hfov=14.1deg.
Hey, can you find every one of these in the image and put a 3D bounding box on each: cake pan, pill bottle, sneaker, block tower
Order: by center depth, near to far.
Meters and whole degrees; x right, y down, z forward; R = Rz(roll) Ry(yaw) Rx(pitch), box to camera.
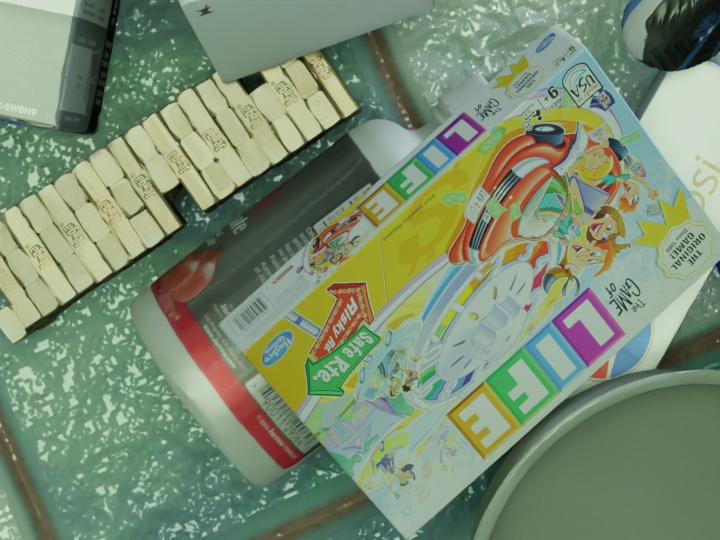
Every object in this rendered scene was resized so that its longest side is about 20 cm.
[{"bbox_3d":[0.167,-0.172,1.355,0.077,0.076,0.200,29,59,11],"label":"sneaker"},{"bbox_3d":[0.136,0.131,1.361,0.199,0.037,0.202,-8,116,-17],"label":"cake pan"},{"bbox_3d":[0.000,0.000,1.363,0.200,0.111,0.111,-37,91,2],"label":"pill bottle"},{"bbox_3d":[-0.097,-0.043,1.393,0.199,0.054,0.058,-35,90,2],"label":"block tower"}]

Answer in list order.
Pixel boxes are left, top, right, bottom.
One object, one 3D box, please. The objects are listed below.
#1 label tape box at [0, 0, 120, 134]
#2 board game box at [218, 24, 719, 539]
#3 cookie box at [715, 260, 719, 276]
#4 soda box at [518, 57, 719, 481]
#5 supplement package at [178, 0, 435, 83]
[{"bbox_3d":[-0.141,-0.166,1.344,0.063,0.144,0.201,11,92,1],"label":"label tape box"},{"bbox_3d":[0.053,0.007,1.299,0.200,0.034,0.135,-42,122,-2],"label":"board game box"},{"bbox_3d":[0.286,-0.016,1.301,0.199,0.171,0.076,-23,96,-17],"label":"cookie box"},{"bbox_3d":[0.129,-0.003,1.384,0.068,0.064,0.201,30,93,0],"label":"soda box"},{"bbox_3d":[-0.051,-0.207,1.332,0.113,0.110,0.201,-19,74,3],"label":"supplement package"}]
